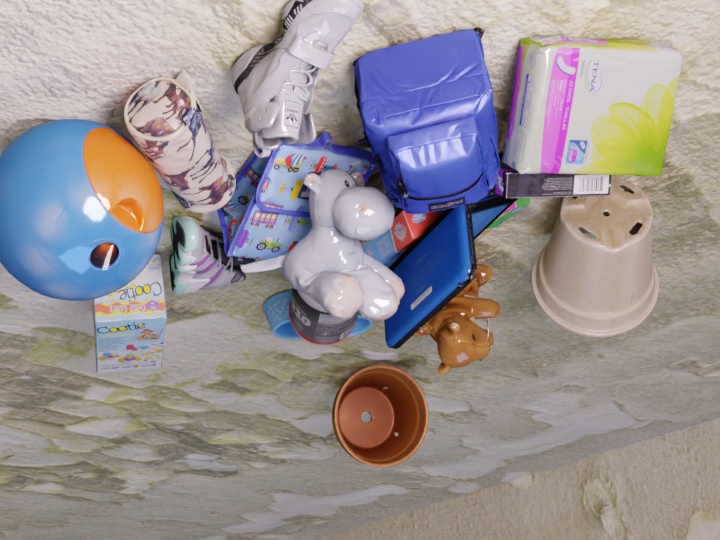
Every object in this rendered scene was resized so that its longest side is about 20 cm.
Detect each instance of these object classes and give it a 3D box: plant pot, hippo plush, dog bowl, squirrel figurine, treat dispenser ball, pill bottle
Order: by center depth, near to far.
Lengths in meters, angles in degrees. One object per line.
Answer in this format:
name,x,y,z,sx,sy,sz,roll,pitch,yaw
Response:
treat dispenser ball,-0.321,-0.067,1.193,0.197,0.204,0.202,-9,156,-4
hippo plush,-0.016,-0.042,1.332,0.199,0.163,0.158,25,-165,39
plant pot,0.362,-0.035,1.590,0.197,0.203,0.185,-9,145,-2
pill bottle,-0.049,0.027,1.620,0.112,0.116,0.201,-6,155,-10
squirrel figurine,0.126,0.082,1.706,0.197,0.188,0.143,15,122,-6
dog bowl,-0.066,0.076,1.797,0.197,0.050,0.112,-1,154,-22
plant pot,0.026,0.301,2.173,0.197,0.204,0.140,-3,171,-16

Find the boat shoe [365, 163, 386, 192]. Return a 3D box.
boat shoe,0.078,-0.126,1.382,0.198,0.077,0.071,-27,151,32

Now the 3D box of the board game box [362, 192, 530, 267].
board game box,0.118,-0.063,1.481,0.198,0.041,0.153,-18,170,-26

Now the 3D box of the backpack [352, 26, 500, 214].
backpack,0.080,-0.149,1.225,0.160,0.170,0.201,-7,154,7

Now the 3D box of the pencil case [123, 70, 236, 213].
pencil case,-0.202,-0.142,1.231,0.089,0.078,0.200,-34,156,-6

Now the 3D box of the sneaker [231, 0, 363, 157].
sneaker,-0.061,-0.204,1.108,0.074,0.117,0.199,11,148,-40

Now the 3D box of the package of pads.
package of pads,0.272,-0.194,1.240,0.197,0.068,0.157,-1,111,-20

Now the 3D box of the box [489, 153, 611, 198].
box,0.211,-0.124,1.359,0.141,0.037,0.200,-3,-166,-15

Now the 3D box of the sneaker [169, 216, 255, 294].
sneaker,-0.198,-0.027,1.499,0.138,0.079,0.200,-6,165,-14

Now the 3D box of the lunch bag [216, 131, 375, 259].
lunch bag,-0.080,-0.107,1.376,0.149,0.095,0.201,6,139,-30

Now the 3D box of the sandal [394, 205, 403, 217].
sandal,0.042,-0.088,1.480,0.198,0.058,0.080,-22,172,3

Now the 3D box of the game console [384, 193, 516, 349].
game console,0.123,-0.003,1.372,0.117,0.173,0.200,16,142,-24

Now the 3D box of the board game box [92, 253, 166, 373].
board game box,-0.350,0.068,1.596,0.103,0.105,0.201,-3,155,-15
